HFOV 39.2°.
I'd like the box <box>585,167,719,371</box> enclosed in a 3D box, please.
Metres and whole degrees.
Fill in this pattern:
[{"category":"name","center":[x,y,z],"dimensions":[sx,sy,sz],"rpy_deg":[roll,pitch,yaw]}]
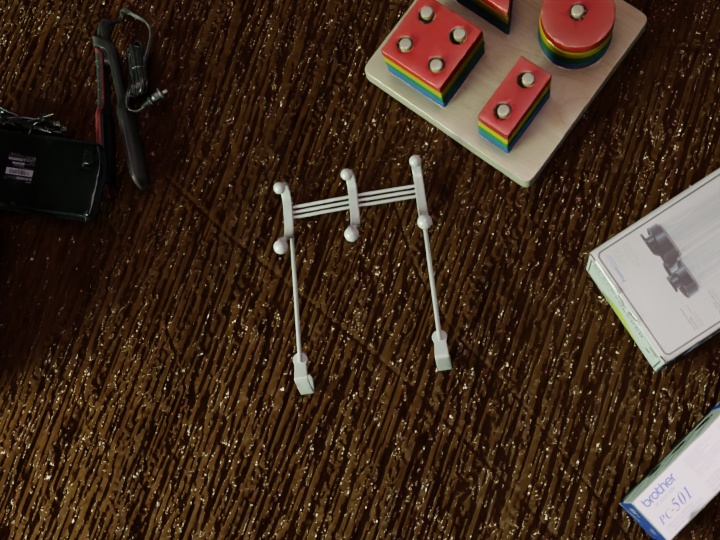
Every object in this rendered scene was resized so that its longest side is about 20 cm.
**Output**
[{"category":"box","center":[0.311,-0.016,0.883],"dimensions":[0.199,0.060,0.117],"rpy_deg":[-34,75,0]}]

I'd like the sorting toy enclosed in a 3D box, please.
[{"category":"sorting toy","center":[0.135,-0.220,0.950],"dimensions":[0.199,0.070,0.200],"rpy_deg":[36,85,15]}]

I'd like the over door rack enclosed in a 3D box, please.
[{"category":"over door rack","center":[0.000,0.000,0.925],"dimensions":[0.146,0.067,0.203],"rpy_deg":[-9,77,8]}]

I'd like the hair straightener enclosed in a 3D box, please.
[{"category":"hair straightener","center":[-0.228,-0.176,1.019],"dimensions":[0.076,0.041,0.203],"rpy_deg":[-8,72,7]}]

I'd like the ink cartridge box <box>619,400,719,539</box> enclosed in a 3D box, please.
[{"category":"ink cartridge box","center":[0.302,0.137,0.834],"dimensions":[0.200,0.094,0.044],"rpy_deg":[-44,75,-3]}]

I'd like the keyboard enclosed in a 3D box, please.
[{"category":"keyboard","center":[-0.328,-0.108,1.014],"dimensions":[0.197,0.040,0.106],"rpy_deg":[10,86,23]}]
